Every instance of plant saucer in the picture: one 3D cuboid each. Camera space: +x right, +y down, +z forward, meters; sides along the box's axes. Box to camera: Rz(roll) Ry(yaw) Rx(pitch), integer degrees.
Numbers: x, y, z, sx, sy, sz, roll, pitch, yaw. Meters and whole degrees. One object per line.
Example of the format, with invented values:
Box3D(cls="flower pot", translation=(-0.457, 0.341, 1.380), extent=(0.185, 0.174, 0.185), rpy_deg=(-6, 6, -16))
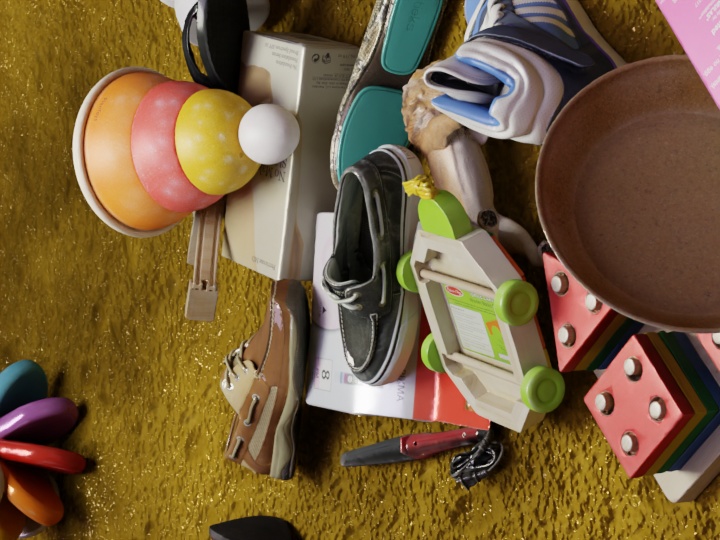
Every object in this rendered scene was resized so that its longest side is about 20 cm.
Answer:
Box3D(cls="plant saucer", translation=(0.209, -0.044, 1.239), extent=(0.036, 0.199, 0.201), rpy_deg=(85, 164, -63))

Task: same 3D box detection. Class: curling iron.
Box3D(cls="curling iron", translation=(0.043, 0.148, 1.575), extent=(0.199, 0.026, 0.050), rpy_deg=(-6, 46, 53))

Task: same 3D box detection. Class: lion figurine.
Box3D(cls="lion figurine", translation=(0.082, -0.066, 1.479), extent=(0.122, 0.072, 0.202), rpy_deg=(155, 106, -68))

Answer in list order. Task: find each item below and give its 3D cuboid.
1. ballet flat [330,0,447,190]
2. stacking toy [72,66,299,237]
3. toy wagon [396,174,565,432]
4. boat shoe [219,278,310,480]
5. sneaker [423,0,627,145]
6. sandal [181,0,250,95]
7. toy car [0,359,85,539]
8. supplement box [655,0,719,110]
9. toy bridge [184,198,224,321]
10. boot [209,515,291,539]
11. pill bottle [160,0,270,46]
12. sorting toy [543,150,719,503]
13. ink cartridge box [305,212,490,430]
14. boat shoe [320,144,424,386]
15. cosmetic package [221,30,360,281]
Box3D(cls="ballet flat", translation=(0.021, -0.159, 1.583), extent=(0.075, 0.067, 0.201), rpy_deg=(-122, 47, -66))
Box3D(cls="stacking toy", translation=(-0.129, -0.103, 1.630), extent=(0.199, 0.146, 0.147), rpy_deg=(-1, 90, 42))
Box3D(cls="toy wagon", translation=(0.082, 0.020, 1.428), extent=(0.155, 0.039, 0.201), rpy_deg=(18, 130, 60))
Box3D(cls="boat shoe", translation=(-0.084, 0.098, 1.673), extent=(0.076, 0.073, 0.201), rpy_deg=(-83, 0, -56))
Box3D(cls="sneaker", translation=(0.094, -0.159, 1.398), extent=(0.200, 0.146, 0.081), rpy_deg=(50, 129, 40))
Box3D(cls="sandal", translation=(-0.125, -0.180, 1.694), extent=(0.048, 0.076, 0.201), rpy_deg=(10, 141, 17))
Box3D(cls="toy car", translation=(-0.364, 0.183, 2.065), extent=(0.149, 0.175, 0.201), rpy_deg=(-20, 71, 17))
Box3D(cls="supplement box", translation=(0.271, -0.141, 1.193), extent=(0.103, 0.101, 0.201), rpy_deg=(-50, 53, 41))
Box3D(cls="toy bridge", translation=(-0.137, -0.036, 1.746), extent=(0.200, 0.027, 0.068), rpy_deg=(-94, 13, -59))
Box3D(cls="boot", translation=(-0.073, 0.331, 1.746), extent=(0.188, 0.068, 0.202), rpy_deg=(16, 112, 45))
Box3D(cls="pill bottle", translation=(-0.149, -0.305, 1.759), extent=(0.111, 0.110, 0.201), rpy_deg=(-46, 55, 44))
Box3D(cls="sorting toy", translation=(0.204, 0.021, 1.321), extent=(0.200, 0.069, 0.200), rpy_deg=(-57, 48, 39))
Box3D(cls="ink cartridge box", translation=(0.031, 0.038, 1.572), extent=(0.200, 0.057, 0.164), rpy_deg=(5, 91, 59))
Box3D(cls="boat shoe", translation=(0.000, 0.000, 1.511), extent=(0.072, 0.071, 0.201), rpy_deg=(26, 122, 43))
Box3D(cls="cosmetic package", translation=(-0.057, -0.099, 1.675), extent=(0.105, 0.071, 0.202), rpy_deg=(20, 107, 53))
